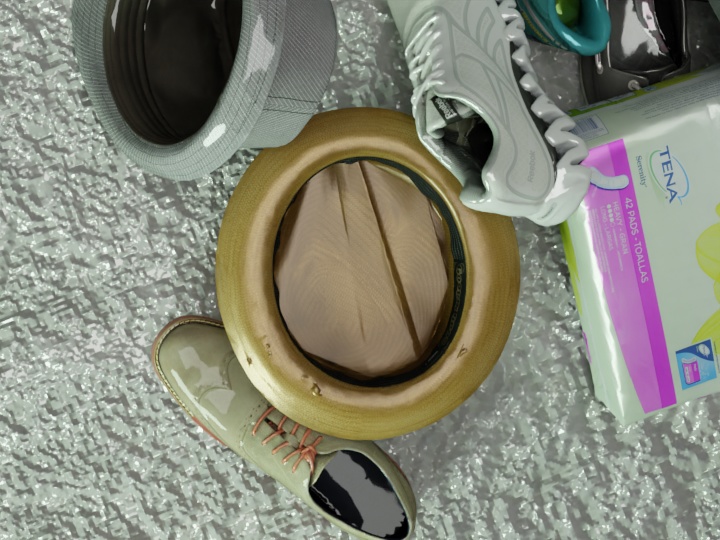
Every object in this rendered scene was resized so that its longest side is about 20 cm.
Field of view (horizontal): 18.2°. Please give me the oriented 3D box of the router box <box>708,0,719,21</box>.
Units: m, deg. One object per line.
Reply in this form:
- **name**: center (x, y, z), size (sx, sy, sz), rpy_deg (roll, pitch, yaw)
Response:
- **router box**: center (0.288, -0.163, 1.332), size (0.150, 0.062, 0.200), rpy_deg (-46, 115, -29)

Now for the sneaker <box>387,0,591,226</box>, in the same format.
- **sneaker**: center (0.061, -0.114, 1.334), size (0.081, 0.075, 0.200), rpy_deg (-5, 55, -38)

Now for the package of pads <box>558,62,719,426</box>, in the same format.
- **package of pads**: center (0.207, -0.020, 1.397), size (0.154, 0.068, 0.201), rpy_deg (-19, 114, -8)

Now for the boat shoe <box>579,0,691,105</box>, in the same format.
- **boat shoe**: center (0.172, -0.153, 1.407), size (0.067, 0.057, 0.201), rpy_deg (-10, 96, -10)

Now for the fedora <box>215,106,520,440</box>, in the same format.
- **fedora**: center (0.000, 0.000, 1.374), size (0.200, 0.082, 0.202), rpy_deg (-1, 95, -11)

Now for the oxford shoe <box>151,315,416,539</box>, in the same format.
- **oxford shoe**: center (-0.040, 0.097, 1.377), size (0.200, 0.075, 0.071), rpy_deg (36, 88, -11)

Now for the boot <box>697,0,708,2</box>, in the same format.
- **boot**: center (0.226, -0.240, 1.372), size (0.199, 0.073, 0.151), rpy_deg (-3, 92, -41)

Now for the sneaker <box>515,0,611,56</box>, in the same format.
- **sneaker**: center (0.114, -0.213, 1.338), size (0.077, 0.080, 0.200), rpy_deg (-38, 138, -19)

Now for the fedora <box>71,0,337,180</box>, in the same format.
- **fedora**: center (-0.081, -0.141, 1.318), size (0.090, 0.200, 0.177), rpy_deg (8, 115, -38)
